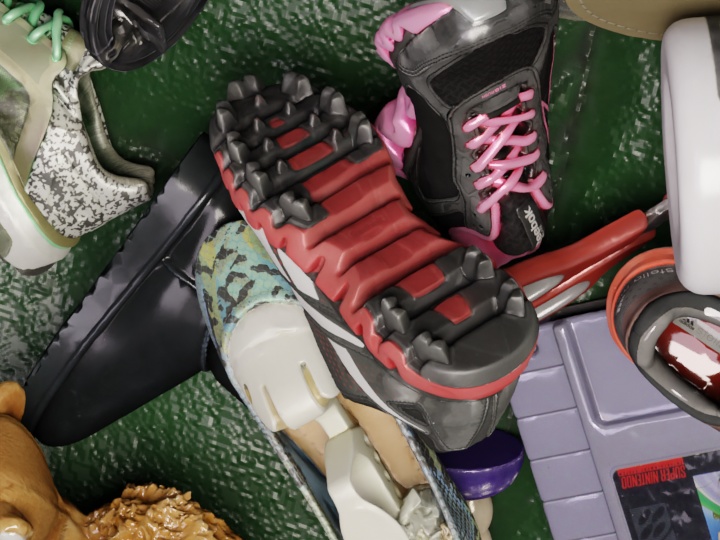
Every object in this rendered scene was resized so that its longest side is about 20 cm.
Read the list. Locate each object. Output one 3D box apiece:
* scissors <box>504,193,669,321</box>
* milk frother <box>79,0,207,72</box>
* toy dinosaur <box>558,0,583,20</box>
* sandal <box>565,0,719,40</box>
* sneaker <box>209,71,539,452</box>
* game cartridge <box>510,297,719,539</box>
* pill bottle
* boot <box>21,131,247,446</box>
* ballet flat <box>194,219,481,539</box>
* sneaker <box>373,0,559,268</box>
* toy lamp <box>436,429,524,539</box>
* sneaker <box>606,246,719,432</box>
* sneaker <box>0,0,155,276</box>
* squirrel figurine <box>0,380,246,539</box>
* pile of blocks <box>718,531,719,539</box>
[{"bbox_3d":[0.127,-0.022,1.184,0.200,0.073,0.014,-30,71,-3],"label":"scissors"},{"bbox_3d":[-0.156,-0.200,1.175,0.188,0.180,0.200,56,155,32],"label":"milk frother"},{"bbox_3d":[0.078,-0.149,1.147,0.200,0.077,0.102,18,118,-22],"label":"toy dinosaur"},{"bbox_3d":[0.186,-0.142,1.108,0.211,0.078,0.070,-3,67,0],"label":"sandal"},{"bbox_3d":[0.000,0.000,1.141,0.200,0.071,0.098,48,155,33],"label":"sneaker"},{"bbox_3d":[0.169,0.065,1.207,0.200,0.038,0.130,-13,100,22],"label":"game cartridge"},{"bbox_3d":[0.223,-0.052,1.090,0.199,0.112,0.113,-4,108,4],"label":"pill bottle"},{"bbox_3d":[-0.054,0.047,1.259,0.162,0.073,0.198,37,118,-3],"label":"boot"},{"bbox_3d":[-0.009,0.069,1.182,0.074,0.074,0.200,-31,98,25],"label":"ballet flat"},{"bbox_3d":[0.054,-0.057,1.116,0.079,0.200,0.096,-23,74,-7],"label":"sneaker"},{"bbox_3d":[0.050,0.176,1.272,0.058,0.058,0.201,4,111,17],"label":"toy lamp"},{"bbox_3d":[0.192,0.061,1.131,0.200,0.082,0.077,22,109,0],"label":"sneaker"},{"bbox_3d":[-0.153,-0.101,1.241,0.088,0.077,0.200,-19,109,16],"label":"sneaker"},{"bbox_3d":[-0.135,0.138,1.261,0.199,0.142,0.187,-6,130,3],"label":"squirrel figurine"},{"bbox_3d":[0.202,0.201,1.201,0.062,0.082,0.200,-6,119,15],"label":"pile of blocks"}]
